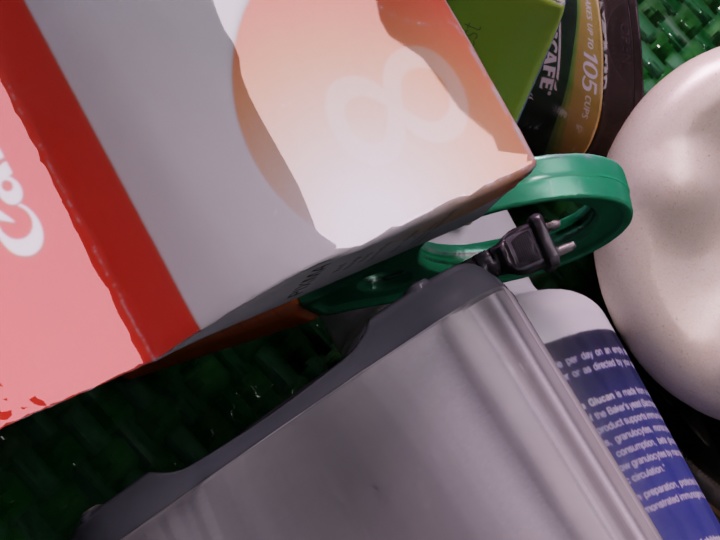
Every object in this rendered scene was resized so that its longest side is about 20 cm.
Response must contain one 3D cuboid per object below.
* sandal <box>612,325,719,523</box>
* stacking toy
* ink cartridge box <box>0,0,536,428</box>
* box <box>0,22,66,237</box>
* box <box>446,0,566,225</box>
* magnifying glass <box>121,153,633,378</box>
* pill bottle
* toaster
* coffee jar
[{"bbox_3d":[0.135,0.104,1.094,0.200,0.055,0.082,46,17,1],"label":"sandal"},{"bbox_3d":[0.144,-0.013,1.105,0.145,0.200,0.147,0,89,-9],"label":"stacking toy"},{"bbox_3d":[-0.066,-0.061,0.829,0.199,0.050,0.163,-23,80,-33],"label":"ink cartridge box"},{"bbox_3d":[-0.175,-0.044,0.866,0.200,0.105,0.184,39,62,-10],"label":"box"},{"bbox_3d":[0.052,-0.113,0.999,0.047,0.122,0.201,20,49,-1],"label":"box"},{"bbox_3d":[0.000,0.000,0.957,0.080,0.199,0.023,27,46,-62],"label":"magnifying glass"},{"bbox_3d":[0.062,0.077,1.010,0.111,0.111,0.201,-12,69,-45],"label":"pill bottle"},{"bbox_3d":[0.015,0.090,0.894,0.130,0.199,0.114,56,1,7],"label":"toaster"},{"bbox_3d":[0.026,-0.093,1.120,0.199,0.085,0.105,8,71,-37],"label":"coffee jar"}]
